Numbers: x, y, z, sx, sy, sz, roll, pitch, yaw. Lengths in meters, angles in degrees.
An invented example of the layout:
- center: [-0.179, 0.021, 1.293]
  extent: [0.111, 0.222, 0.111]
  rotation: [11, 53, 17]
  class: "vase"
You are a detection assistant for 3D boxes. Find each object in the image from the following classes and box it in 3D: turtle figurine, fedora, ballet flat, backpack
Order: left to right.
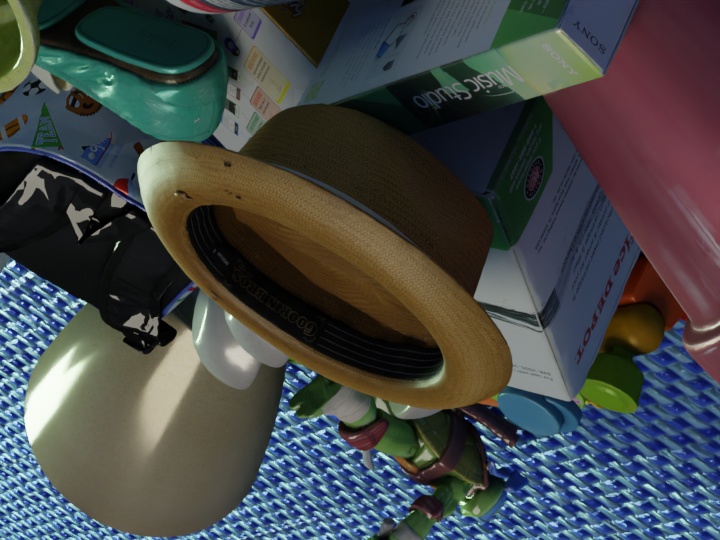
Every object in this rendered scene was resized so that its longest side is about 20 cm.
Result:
- center: [-0.149, -0.119, 1.144]
  extent: [0.199, 0.067, 0.071]
  rotation: [29, 141, 32]
  class: "ballet flat"
- center: [-0.158, -0.056, 1.312]
  extent: [0.199, 0.155, 0.190]
  rotation: [27, 164, -18]
  class: "backpack"
- center: [-0.006, -0.017, 0.980]
  extent: [0.199, 0.082, 0.201]
  rotation: [28, 157, 13]
  class: "fedora"
- center: [0.003, 0.139, 1.545]
  extent: [0.199, 0.145, 0.194]
  rotation: [-9, 133, 43]
  class: "turtle figurine"

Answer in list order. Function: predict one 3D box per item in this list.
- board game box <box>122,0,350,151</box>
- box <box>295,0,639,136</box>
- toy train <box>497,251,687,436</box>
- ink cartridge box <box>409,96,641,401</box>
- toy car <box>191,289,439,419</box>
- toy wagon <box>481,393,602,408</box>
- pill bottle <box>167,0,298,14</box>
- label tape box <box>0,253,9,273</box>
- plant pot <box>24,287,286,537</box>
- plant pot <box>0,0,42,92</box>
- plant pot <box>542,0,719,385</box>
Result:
- center: [-0.071, -0.134, 1.130]
  extent: [0.200, 0.040, 0.153]
  rotation: [47, 155, 4]
  class: "board game box"
- center: [0.061, -0.133, 0.961]
  extent: [0.036, 0.145, 0.199]
  rotation: [38, 153, -24]
  class: "box"
- center: [0.161, 0.030, 1.213]
  extent: [0.084, 0.116, 0.199]
  rotation: [37, 153, -24]
  class: "toy train"
- center: [0.083, -0.046, 1.106]
  extent: [0.082, 0.147, 0.201]
  rotation: [13, 151, 26]
  class: "ink cartridge box"
- center: [0.000, 0.000, 1.268]
  extent: [0.173, 0.151, 0.200]
  rotation: [10, 165, -15]
  class: "toy car"
- center: [0.081, 0.047, 1.415]
  extent: [0.199, 0.040, 0.155]
  rotation: [31, 155, -10]
  class: "toy wagon"
- center: [-0.012, -0.186, 0.958]
  extent: [0.199, 0.120, 0.120]
  rotation: [-1, 144, 45]
  class: "pill bottle"
- center: [-0.331, 0.012, 1.547]
  extent: [0.066, 0.201, 0.143]
  rotation: [39, 152, -31]
  class: "label tape box"
- center: [-0.128, 0.063, 1.510]
  extent: [0.186, 0.188, 0.200]
  rotation: [28, 142, -4]
  class: "plant pot"
- center: [-0.203, -0.216, 1.003]
  extent: [0.199, 0.185, 0.201]
  rotation: [21, 154, 11]
  class: "plant pot"
- center: [0.187, -0.063, 0.946]
  extent: [0.179, 0.200, 0.200]
  rotation: [44, 153, -3]
  class: "plant pot"
